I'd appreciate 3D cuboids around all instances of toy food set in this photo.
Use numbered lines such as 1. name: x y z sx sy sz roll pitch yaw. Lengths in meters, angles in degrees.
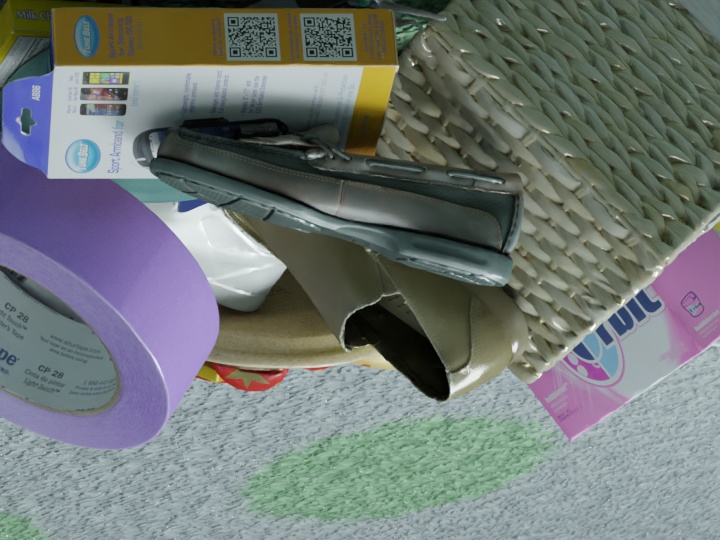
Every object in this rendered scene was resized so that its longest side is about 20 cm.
1. toy food set: -0.066 0.033 1.927 0.198 0.049 0.200 18 -156 33

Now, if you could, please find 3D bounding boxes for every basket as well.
1. basket: 0.111 -0.072 1.604 0.161 0.200 0.198 -45 179 -33

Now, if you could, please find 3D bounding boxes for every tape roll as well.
1. tape roll: -0.183 0.014 1.629 0.200 0.066 0.200 21 146 14

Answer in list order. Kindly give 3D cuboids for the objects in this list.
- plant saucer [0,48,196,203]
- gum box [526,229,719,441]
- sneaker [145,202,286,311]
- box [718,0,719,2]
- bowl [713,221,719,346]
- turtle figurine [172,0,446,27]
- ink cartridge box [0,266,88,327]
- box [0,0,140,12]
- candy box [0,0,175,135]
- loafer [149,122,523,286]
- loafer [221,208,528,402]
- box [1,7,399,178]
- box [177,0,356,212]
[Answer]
1. plant saucer: -0.103 -0.083 1.597 0.200 0.036 0.200 -7 158 -3
2. gum box: 0.158 0.023 1.823 0.066 0.114 0.200 -36 176 -30
3. sneaker: -0.118 -0.054 1.816 0.200 0.074 0.116 19 126 -31
4. box: 0.228 -0.158 1.704 0.200 0.042 0.119 2 156 -31
5. bowl: 0.237 -0.015 1.873 0.200 0.108 0.200 5 133 6
6. turtle figurine: -0.028 -0.181 1.479 0.200 0.101 0.150 -7 160 27
7. ink cartridge box: -0.211 0.003 1.758 0.200 0.068 0.116 40 141 -12
8. box: -0.191 -0.136 1.602 0.137 0.040 0.200 -9 158 1
9. candy box: -0.182 -0.096 1.616 0.102 0.026 0.200 -1 157 -28
10. loafer: -0.010 -0.047 1.493 0.200 0.063 0.072 18 174 -13
11. loafer: 0.000 0.000 1.581 0.200 0.067 0.076 33 143 5
12. box: -0.087 -0.091 1.488 0.200 0.042 0.119 1 152 -8
13. box: -0.060 -0.106 1.692 0.121 0.032 0.200 -25 160 -15
